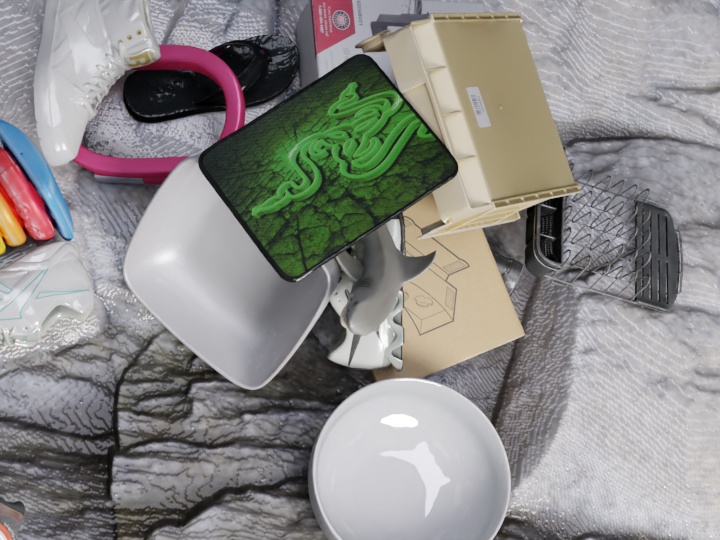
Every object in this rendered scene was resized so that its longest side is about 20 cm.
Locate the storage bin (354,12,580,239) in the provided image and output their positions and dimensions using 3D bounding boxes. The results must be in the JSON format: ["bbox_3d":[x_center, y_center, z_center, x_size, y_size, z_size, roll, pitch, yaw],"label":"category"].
[{"bbox_3d":[0.106,-0.146,1.618,0.198,0.094,0.200,-12,84,-52],"label":"storage bin"}]

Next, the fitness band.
[{"bbox_3d":[-0.218,-0.162,1.673,0.200,0.037,0.144,0,76,5],"label":"fitness band"}]

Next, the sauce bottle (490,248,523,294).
[{"bbox_3d":[0.074,-0.032,1.715,0.200,0.066,0.066,29,65,-4],"label":"sauce bottle"}]

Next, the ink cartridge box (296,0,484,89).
[{"bbox_3d":[0.039,-0.215,1.763,0.200,0.083,0.145,0,70,-16],"label":"ink cartridge box"}]

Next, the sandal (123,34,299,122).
[{"bbox_3d":[-0.152,-0.205,1.727,0.200,0.048,0.075,-20,76,-20],"label":"sandal"}]

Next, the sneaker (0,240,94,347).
[{"bbox_3d":[-0.349,0.039,1.568,0.200,0.070,0.080,-22,79,-22],"label":"sneaker"}]

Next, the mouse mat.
[{"bbox_3d":[-0.030,-0.098,1.510,0.200,0.008,0.161,-34,71,-13],"label":"mouse mat"}]

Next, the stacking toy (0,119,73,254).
[{"bbox_3d":[-0.387,-0.041,1.580,0.200,0.110,0.116,-34,66,-13],"label":"stacking toy"}]

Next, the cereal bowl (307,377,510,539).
[{"bbox_3d":[0.041,0.209,1.601,0.200,0.083,0.200,5,68,-14],"label":"cereal bowl"}]

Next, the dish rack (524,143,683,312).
[{"bbox_3d":[0.267,-0.040,1.756,0.200,0.055,0.154,17,59,-18],"label":"dish rack"}]

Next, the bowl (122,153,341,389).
[{"bbox_3d":[-0.119,-0.007,1.592,0.200,0.200,0.075,40,37,6],"label":"bowl"}]

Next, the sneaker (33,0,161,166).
[{"bbox_3d":[-0.259,-0.202,1.634,0.115,0.074,0.200,-1,71,9],"label":"sneaker"}]

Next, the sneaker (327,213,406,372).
[{"bbox_3d":[0.000,0.000,1.617,0.088,0.074,0.200,1,89,-4],"label":"sneaker"}]

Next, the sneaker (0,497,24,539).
[{"bbox_3d":[-0.401,0.201,1.503,0.200,0.077,0.082,31,38,-3],"label":"sneaker"}]

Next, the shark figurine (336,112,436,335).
[{"bbox_3d":[0.025,-0.028,1.543,0.089,0.128,0.215,-13,65,17],"label":"shark figurine"}]

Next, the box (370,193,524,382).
[{"bbox_3d":[0.056,0.006,1.670,0.163,0.021,0.200,-23,92,-5],"label":"box"}]
